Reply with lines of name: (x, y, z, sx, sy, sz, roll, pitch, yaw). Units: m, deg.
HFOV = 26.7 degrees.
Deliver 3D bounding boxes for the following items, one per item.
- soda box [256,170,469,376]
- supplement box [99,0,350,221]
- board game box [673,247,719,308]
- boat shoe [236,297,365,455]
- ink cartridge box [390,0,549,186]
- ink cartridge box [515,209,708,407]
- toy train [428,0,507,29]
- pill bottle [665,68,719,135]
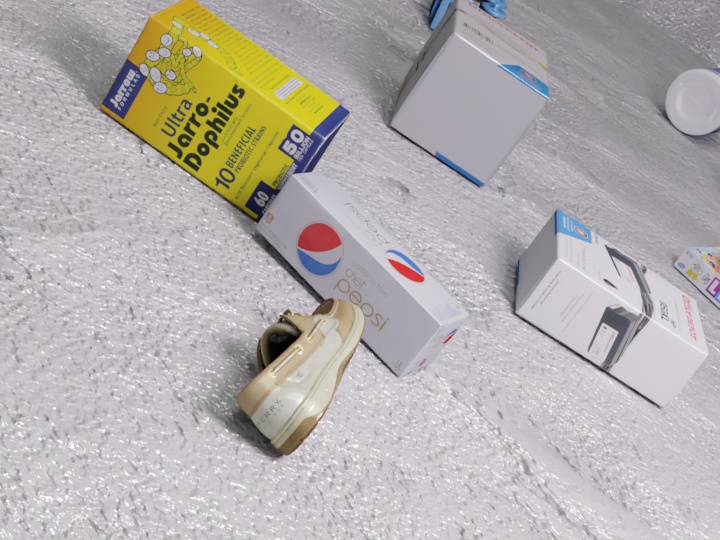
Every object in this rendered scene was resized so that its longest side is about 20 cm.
soda box: (0.000, 0.000, 1.377, 0.200, 0.068, 0.064, 46, 25, 16)
supplement box: (-0.128, -0.154, 1.453, 0.199, 0.109, 0.110, 35, 23, 0)
board game box: (0.534, 0.045, 2.072, 0.200, 0.034, 0.134, 47, 25, 25)
boat shoe: (-0.047, 0.065, 1.189, 0.066, 0.074, 0.200, 38, 23, -7)
ink cartridge box: (0.141, -0.231, 1.921, 0.147, 0.145, 0.200, 32, 23, -7)
ink cartridge box: (0.274, 0.040, 1.663, 0.199, 0.084, 0.145, 33, 24, -8)
toy train: (0.168, -0.416, 2.397, 0.113, 0.087, 0.200, 26, 24, -7)
pill bottle: (0.648, -0.314, 2.807, 0.120, 0.120, 0.200, 42, 25, 17)
